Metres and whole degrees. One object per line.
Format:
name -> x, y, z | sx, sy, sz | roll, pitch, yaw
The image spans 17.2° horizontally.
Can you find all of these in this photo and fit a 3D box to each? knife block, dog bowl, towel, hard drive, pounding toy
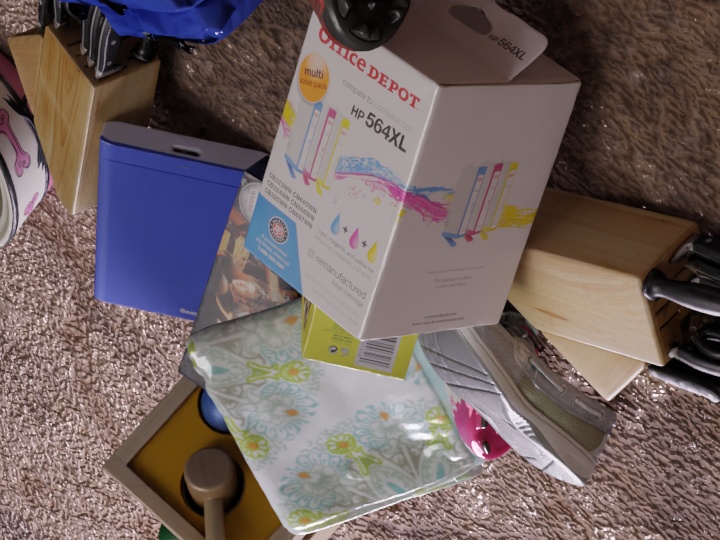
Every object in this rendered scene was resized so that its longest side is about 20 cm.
knife block -> 0.174, -0.002, 1.493 | 0.200, 0.064, 0.176 | 46, 149, 7
dog bowl -> -0.340, -0.121, 2.036 | 0.200, 0.074, 0.200 | 33, 146, 26
towel -> -0.013, 0.099, 1.749 | 0.048, 0.171, 0.200 | -97, -15, -54
hard drive -> -0.141, -0.032, 1.864 | 0.131, 0.025, 0.200 | 12, 142, 1
knife block -> -0.191, -0.143, 1.796 | 0.175, 0.064, 0.201 | 8, 117, 57
pounding toy -> -0.098, 0.178, 1.884 | 0.184, 0.200, 0.142 | 40, 172, 16

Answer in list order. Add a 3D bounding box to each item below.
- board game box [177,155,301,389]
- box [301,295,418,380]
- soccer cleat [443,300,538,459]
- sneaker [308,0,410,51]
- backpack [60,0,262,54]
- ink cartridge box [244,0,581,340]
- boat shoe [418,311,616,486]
board game box -> -0.052, 0.031, 1.791 | 0.135, 0.035, 0.200 | 32, 126, 16
box -> 0.000, 0.000, 1.598 | 0.075, 0.200, 0.050 | 12, 114, -8
soccer cleat -> 0.080, 0.041, 1.684 | 0.086, 0.070, 0.201 | 35, 142, 41
sneaker -> -0.020, -0.207, 1.441 | 0.098, 0.071, 0.201 | -44, 48, 47
backpack -> -0.154, -0.239, 1.580 | 0.200, 0.162, 0.168 | 14, 137, 44
ink cartridge box -> 0.033, -0.078, 1.477 | 0.128, 0.125, 0.201 | 38, 121, 39
boat shoe -> 0.107, 0.070, 1.610 | 0.074, 0.065, 0.202 | 16, 156, 51
